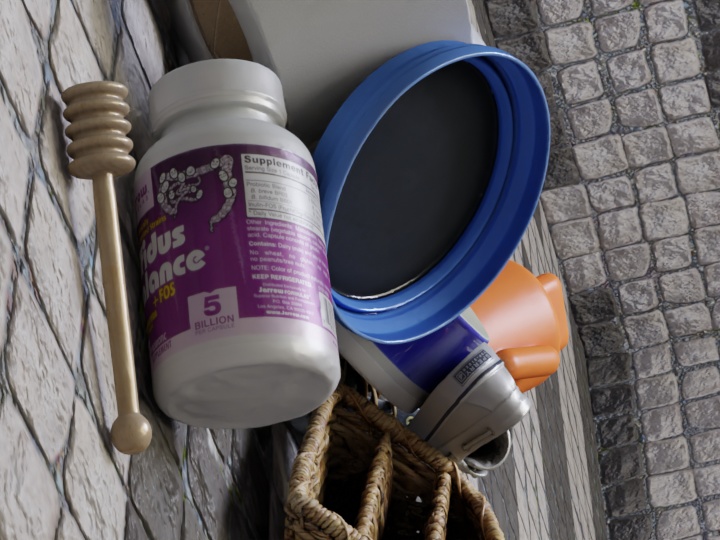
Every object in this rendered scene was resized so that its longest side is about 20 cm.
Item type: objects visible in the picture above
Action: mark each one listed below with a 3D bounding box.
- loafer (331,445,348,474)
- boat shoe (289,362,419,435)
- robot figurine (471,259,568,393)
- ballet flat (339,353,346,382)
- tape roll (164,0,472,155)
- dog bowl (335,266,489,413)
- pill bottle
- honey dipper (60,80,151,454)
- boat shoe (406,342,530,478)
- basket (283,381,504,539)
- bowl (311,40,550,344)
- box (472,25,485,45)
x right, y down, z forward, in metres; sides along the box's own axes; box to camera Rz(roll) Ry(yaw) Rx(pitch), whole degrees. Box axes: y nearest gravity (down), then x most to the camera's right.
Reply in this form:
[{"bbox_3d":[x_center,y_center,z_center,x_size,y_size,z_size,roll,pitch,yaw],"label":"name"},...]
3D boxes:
[{"bbox_3d":[-0.005,0.171,1.750,0.063,0.071,0.201,60,-8,34],"label":"loafer"},{"bbox_3d":[-0.001,0.092,1.748,0.201,0.090,0.071,62,18,-58],"label":"boat shoe"},{"bbox_3d":[0.081,0.059,1.888,0.144,0.199,0.117,47,-42,24],"label":"robot figurine"},{"bbox_3d":[-0.047,0.049,1.587,0.200,0.046,0.068,36,46,-63],"label":"ballet flat"},{"bbox_3d":[-0.034,-0.182,1.531,0.203,0.138,0.203,55,-18,27],"label":"tape roll"},{"bbox_3d":[0.000,0.000,1.661,0.200,0.079,0.200,49,5,-5],"label":"dog bowl"},{"bbox_3d":[-0.076,-0.018,1.386,0.112,0.111,0.201,58,21,-63],"label":"pill bottle"},{"bbox_3d":[-0.133,-0.001,1.267,0.038,0.038,0.202,42,39,-74],"label":"honey dipper"},{"bbox_3d":[0.077,0.113,1.660,0.066,0.072,0.200,45,-26,9],"label":"boat shoe"},{"bbox_3d":[0.028,0.178,1.546,0.200,0.142,0.150,-67,161,-70],"label":"basket"},{"bbox_3d":[0.039,-0.051,1.492,0.039,0.201,0.201,31,-24,37],"label":"bowl"},{"bbox_3d":[-0.007,-0.205,1.729,0.201,0.041,0.156,54,44,-7],"label":"box"}]
